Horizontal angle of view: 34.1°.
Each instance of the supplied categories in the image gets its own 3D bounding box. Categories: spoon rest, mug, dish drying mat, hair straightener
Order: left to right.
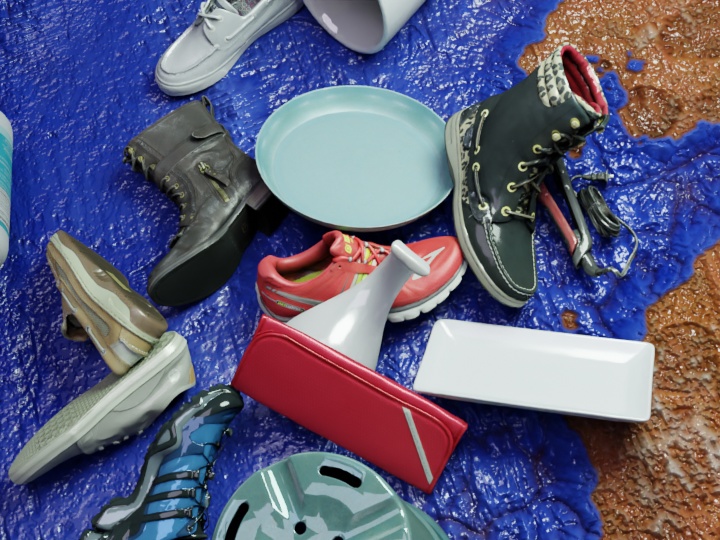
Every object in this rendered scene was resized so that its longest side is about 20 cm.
[{"bbox_3d":[-0.012,0.115,1.004,0.198,0.018,0.077,28,111,2],"label":"dish drying mat"},{"bbox_3d":[-0.009,0.054,1.026,0.099,0.061,0.200,39,112,-2],"label":"spoon rest"},{"bbox_3d":[0.022,-0.342,1.196,0.153,0.188,0.149,-40,48,-20],"label":"mug"},{"bbox_3d":[0.204,-0.075,1.094,0.076,0.041,0.201,-23,56,-2],"label":"hair straightener"}]

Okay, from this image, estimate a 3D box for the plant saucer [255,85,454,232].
[{"bbox_3d":[-0.003,-0.105,1.131,0.197,0.028,0.202,3,48,-3],"label":"plant saucer"}]

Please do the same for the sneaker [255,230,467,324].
[{"bbox_3d":[0.000,0.000,1.062,0.197,0.086,0.077,-14,37,3],"label":"sneaker"}]

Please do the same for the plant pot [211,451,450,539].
[{"bbox_3d":[-0.020,0.239,0.894,0.197,0.197,0.203,-4,62,8],"label":"plant pot"}]

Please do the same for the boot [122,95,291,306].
[{"bbox_3d":[-0.176,-0.073,1.160,0.174,0.070,0.200,36,65,25],"label":"boot"}]

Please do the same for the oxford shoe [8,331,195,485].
[{"bbox_3d":[-0.231,0.135,1.066,0.199,0.058,0.075,-37,21,-7],"label":"oxford shoe"}]

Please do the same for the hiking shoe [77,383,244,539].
[{"bbox_3d":[-0.154,0.194,1.021,0.086,0.074,0.201,34,84,16],"label":"hiking shoe"}]

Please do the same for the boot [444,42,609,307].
[{"bbox_3d":[0.154,-0.087,1.046,0.153,0.073,0.206,-34,56,41],"label":"boot"}]

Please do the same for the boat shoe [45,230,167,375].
[{"bbox_3d":[-0.257,0.030,1.101,0.077,0.071,0.200,-54,41,2],"label":"boat shoe"}]

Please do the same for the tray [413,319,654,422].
[{"bbox_3d":[0.152,0.091,1.016,0.197,0.022,0.108,6,35,14],"label":"tray"}]

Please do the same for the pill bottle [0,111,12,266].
[{"bbox_3d":[-0.406,-0.065,1.171,0.109,0.111,0.202,-9,62,6],"label":"pill bottle"}]

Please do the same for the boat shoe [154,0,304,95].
[{"bbox_3d":[-0.140,-0.266,1.244,0.199,0.069,0.072,-35,62,-8],"label":"boat shoe"}]
